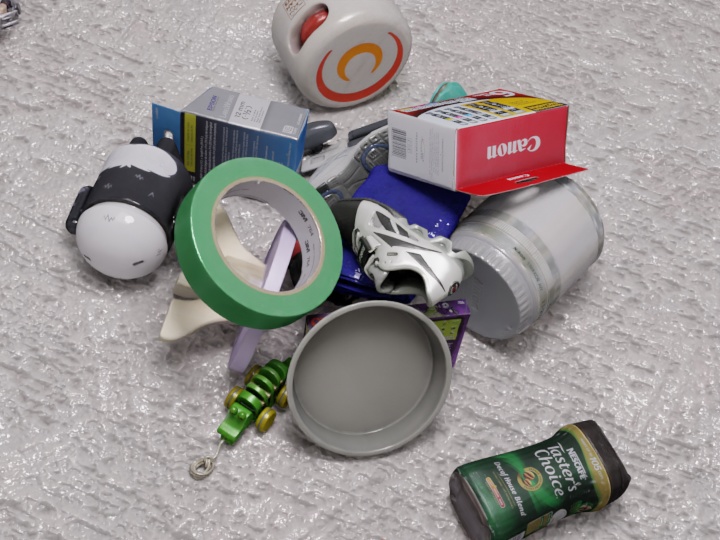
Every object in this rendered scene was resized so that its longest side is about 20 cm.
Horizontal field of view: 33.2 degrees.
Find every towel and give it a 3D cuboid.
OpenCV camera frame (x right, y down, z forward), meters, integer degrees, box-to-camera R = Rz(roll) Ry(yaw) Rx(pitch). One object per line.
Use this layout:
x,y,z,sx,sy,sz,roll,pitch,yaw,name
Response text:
0.039,-0.044,1.531,0.148,0.050,0.200,16,53,22,towel

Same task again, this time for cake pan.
0.008,0.123,1.428,0.200,0.200,0.037,-6,22,-12,cake pan

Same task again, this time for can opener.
-0.006,-0.190,1.684,0.200,0.067,0.053,-18,37,15,can opener

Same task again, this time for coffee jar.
0.211,0.250,1.414,0.200,0.085,0.104,-17,58,-20,coffee jar

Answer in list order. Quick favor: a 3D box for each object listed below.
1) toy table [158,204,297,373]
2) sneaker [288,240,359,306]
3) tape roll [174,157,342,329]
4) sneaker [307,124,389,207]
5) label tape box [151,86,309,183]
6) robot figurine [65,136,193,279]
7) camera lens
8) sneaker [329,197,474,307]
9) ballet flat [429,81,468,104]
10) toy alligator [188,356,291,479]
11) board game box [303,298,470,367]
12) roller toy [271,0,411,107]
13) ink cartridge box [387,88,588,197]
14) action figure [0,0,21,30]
-0.164,0.015,1.491,0.117,0.184,0.200,21,59,-10,toy table
0.000,0.000,1.579,0.200,0.071,0.098,-4,54,-9,sneaker
-0.117,-0.033,1.412,0.200,0.048,0.200,15,60,-28,tape roll
-0.012,-0.142,1.640,0.200,0.075,0.087,-35,31,-1,sneaker
-0.177,-0.174,1.636,0.200,0.143,0.066,16,53,3,label tape box
-0.290,-0.082,1.567,0.125,0.150,0.200,35,48,-24,robot figurine
0.207,-0.026,1.572,0.160,0.160,0.200,37,57,19,camera lens
0.027,-0.021,1.429,0.200,0.074,0.089,25,56,29,sneaker
0.138,-0.206,1.682,0.070,0.200,0.067,38,85,11,ballet flat
-0.136,0.165,1.445,0.059,0.054,0.200,31,55,15,toy alligator
0.028,0.088,1.486,0.200,0.120,0.032,-5,49,-13,board game box
-0.030,-0.346,1.757,0.182,0.200,0.140,-20,58,-14,roller toy
0.166,-0.166,1.542,0.200,0.084,0.176,-17,26,-35,ink cartridge box
-0.576,-0.398,1.797,0.130,0.069,0.200,-12,60,-25,action figure
